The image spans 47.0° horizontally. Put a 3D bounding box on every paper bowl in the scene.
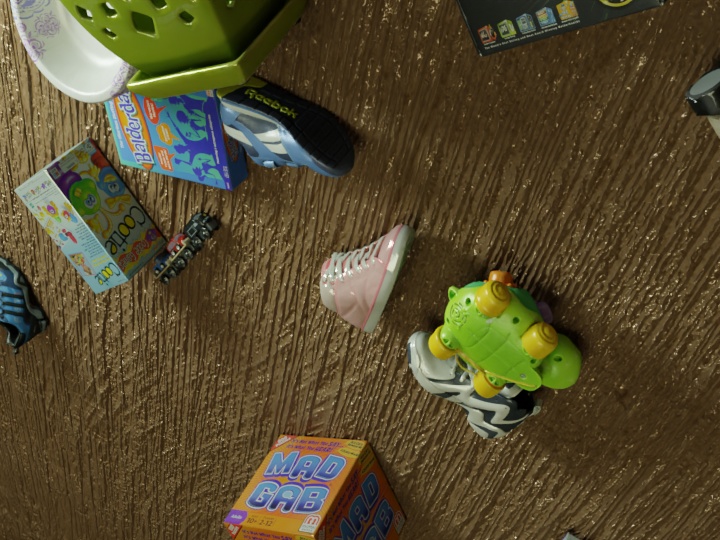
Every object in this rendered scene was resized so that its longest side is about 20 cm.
[{"bbox_3d":[-0.321,-0.317,1.011,0.197,0.104,0.205,17,124,25],"label":"paper bowl"}]

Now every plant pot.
[{"bbox_3d":[-0.178,-0.305,0.880,0.196,0.201,0.183,-2,132,33],"label":"plant pot"}]

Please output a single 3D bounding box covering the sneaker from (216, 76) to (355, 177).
[{"bbox_3d":[-0.092,-0.165,1.028,0.198,0.074,0.083,33,140,16],"label":"sneaker"}]

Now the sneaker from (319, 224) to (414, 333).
[{"bbox_3d":[0.000,0.000,1.099,0.103,0.076,0.202,27,140,3],"label":"sneaker"}]

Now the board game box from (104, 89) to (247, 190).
[{"bbox_3d":[-0.255,-0.201,1.121,0.196,0.045,0.155,15,132,24],"label":"board game box"}]

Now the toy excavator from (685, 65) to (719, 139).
[{"bbox_3d":[0.403,-0.170,0.680,0.100,0.199,0.195,48,180,-14],"label":"toy excavator"}]

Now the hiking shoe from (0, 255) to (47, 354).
[{"bbox_3d":[-0.680,0.057,1.590,0.073,0.087,0.203,-3,124,35],"label":"hiking shoe"}]

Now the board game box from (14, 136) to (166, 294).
[{"bbox_3d":[-0.415,-0.083,1.284,0.103,0.103,0.202,-16,116,40],"label":"board game box"}]

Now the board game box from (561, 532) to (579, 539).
[{"bbox_3d":[0.371,0.515,1.259,0.197,0.105,0.104,30,137,9],"label":"board game box"}]

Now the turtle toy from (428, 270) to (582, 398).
[{"bbox_3d":[0.188,0.082,1.026,0.199,0.102,0.146,40,135,-3],"label":"turtle toy"}]

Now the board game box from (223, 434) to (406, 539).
[{"bbox_3d":[-0.072,0.432,1.422,0.196,0.201,0.203,-4,124,35],"label":"board game box"}]

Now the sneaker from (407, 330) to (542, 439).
[{"bbox_3d":[0.164,0.139,1.108,0.200,0.080,0.129,48,135,-11],"label":"sneaker"}]

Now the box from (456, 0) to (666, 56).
[{"bbox_3d":[0.165,-0.296,0.746,0.197,0.049,0.163,-2,124,44],"label":"box"}]

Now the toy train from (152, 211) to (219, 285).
[{"bbox_3d":[-0.278,-0.034,1.286,0.046,0.034,0.199,46,136,-5],"label":"toy train"}]
